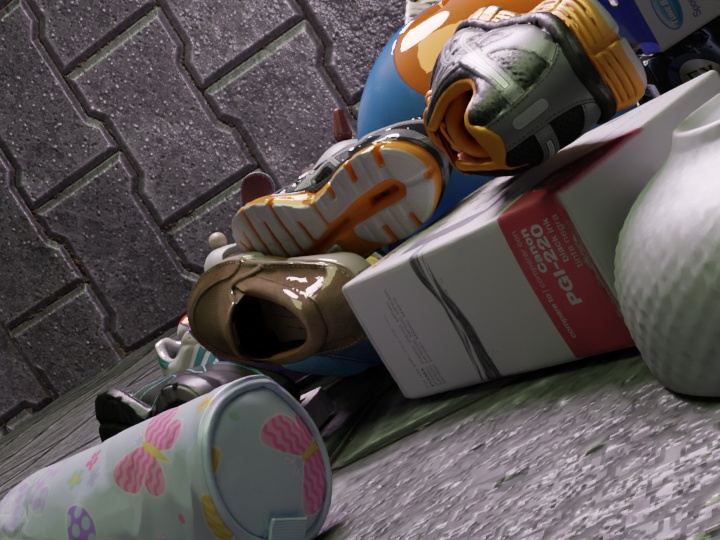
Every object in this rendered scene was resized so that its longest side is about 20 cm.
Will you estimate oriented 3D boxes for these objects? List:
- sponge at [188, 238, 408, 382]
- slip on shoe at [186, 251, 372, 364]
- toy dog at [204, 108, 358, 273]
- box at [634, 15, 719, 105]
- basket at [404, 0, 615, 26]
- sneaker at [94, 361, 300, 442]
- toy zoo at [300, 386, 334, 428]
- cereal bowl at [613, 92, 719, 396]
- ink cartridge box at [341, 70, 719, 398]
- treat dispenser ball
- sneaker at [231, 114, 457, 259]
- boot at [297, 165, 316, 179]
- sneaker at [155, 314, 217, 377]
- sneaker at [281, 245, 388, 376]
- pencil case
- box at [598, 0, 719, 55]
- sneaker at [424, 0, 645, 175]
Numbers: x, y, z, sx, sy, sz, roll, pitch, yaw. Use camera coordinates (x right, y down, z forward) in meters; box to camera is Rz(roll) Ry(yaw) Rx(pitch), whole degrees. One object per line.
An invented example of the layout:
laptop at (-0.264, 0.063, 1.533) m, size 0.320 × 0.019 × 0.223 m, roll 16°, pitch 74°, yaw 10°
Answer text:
sponge at (-0.034, 0.026, 0.950) m, size 0.200 × 0.112 × 0.030 m, roll -31°, pitch 40°, yaw 16°
slip on shoe at (-0.065, 0.031, 0.738) m, size 0.060 × 0.076 × 0.200 m, roll -29°, pitch 16°, yaw -37°
toy dog at (-0.053, -0.066, 0.975) m, size 0.199 × 0.097 × 0.132 m, roll -26°, pitch -11°, yaw -12°
box at (0.305, -0.173, 0.906) m, size 0.163 × 0.086 × 0.200 m, roll -30°, pitch 5°, yaw 12°
basket at (0.128, -0.173, 0.981) m, size 0.199 × 0.124 × 0.136 m, roll 3°, pitch 34°, yaw 2°
sneaker at (-0.114, 0.103, 0.762) m, size 0.079 × 0.076 × 0.200 m, roll -18°, pitch 3°, yaw -36°
toy zoo at (-0.093, 0.136, 0.744) m, size 0.131 × 0.021 × 0.200 m, roll -30°, pitch 5°, yaw 23°
cereal bowl at (0.180, -0.041, 0.430) m, size 0.200 × 0.084 × 0.200 m, roll -31°, pitch 5°, yaw 3°
ink cartridge box at (0.103, -0.012, 0.615) m, size 0.145 × 0.085 × 0.200 m, roll -35°, pitch 4°, yaw -32°
treat dispenser ball at (0.098, -0.100, 0.820) m, size 0.200 × 0.201 × 0.201 m, roll -32°, pitch 5°, yaw 3°
sneaker at (-0.008, -0.041, 0.745) m, size 0.200 × 0.078 × 0.077 m, roll -21°, pitch 21°, yaw 44°
boot at (0.042, -0.061, 1.040) m, size 0.174 × 0.201 × 0.069 m, roll -24°, pitch -30°, yaw 7°
sneaker at (-0.145, 0.080, 1.173) m, size 0.199 × 0.094 × 0.070 m, roll -28°, pitch 7°, yaw 44°
sneaker at (0.000, 0.000, 0.811) m, size 0.079 × 0.131 × 0.200 m, roll 14°, pitch -17°, yaw -25°
pencil case at (-0.106, 0.123, 0.575) m, size 0.200 × 0.083 × 0.091 m, roll -29°, pitch 47°, yaw 35°
box at (0.244, -0.246, 0.813) m, size 0.200 × 0.119 × 0.041 m, roll -32°, pitch 8°, yaw 0°
sneaker at (0.064, -0.084, 0.572) m, size 0.077 × 0.078 × 0.200 m, roll -40°, pitch 6°, yaw -8°
